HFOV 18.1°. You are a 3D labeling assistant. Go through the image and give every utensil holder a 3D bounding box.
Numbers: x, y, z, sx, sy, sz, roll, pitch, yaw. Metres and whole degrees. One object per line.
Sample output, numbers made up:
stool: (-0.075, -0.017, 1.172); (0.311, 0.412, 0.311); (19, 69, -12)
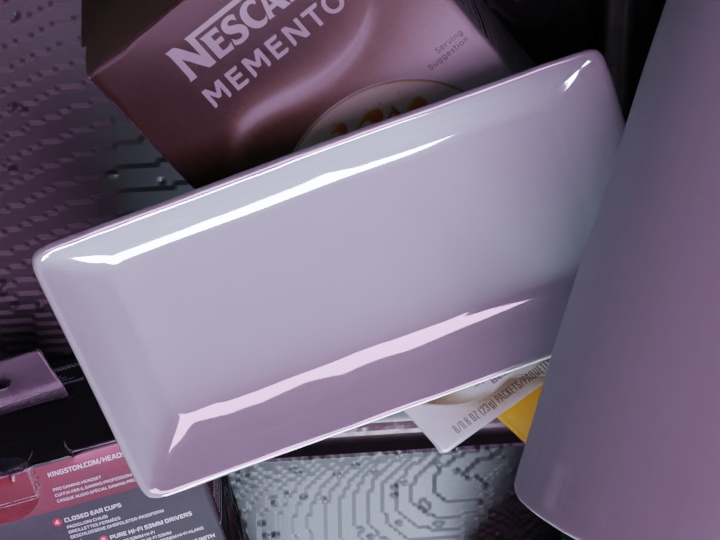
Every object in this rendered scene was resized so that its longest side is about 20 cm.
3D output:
utensil holder: (0.152, 0.001, 0.697); (0.169, 0.170, 0.201); (17, 94, -15)

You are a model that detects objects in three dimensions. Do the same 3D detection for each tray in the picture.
tray: (0.000, 0.000, 0.765); (0.199, 0.022, 0.108); (-20, 118, 4)

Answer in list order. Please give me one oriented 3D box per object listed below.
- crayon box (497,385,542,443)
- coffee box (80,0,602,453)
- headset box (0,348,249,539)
crayon box: (0.153, 0.065, 0.889); (0.119, 0.058, 0.200); (-39, 115, 13)
coffee box: (0.007, -0.047, 0.800); (0.114, 0.080, 0.200); (-37, 116, 12)
headset box: (-0.117, 0.122, 0.877); (0.148, 0.075, 0.200); (-16, 119, 1)
